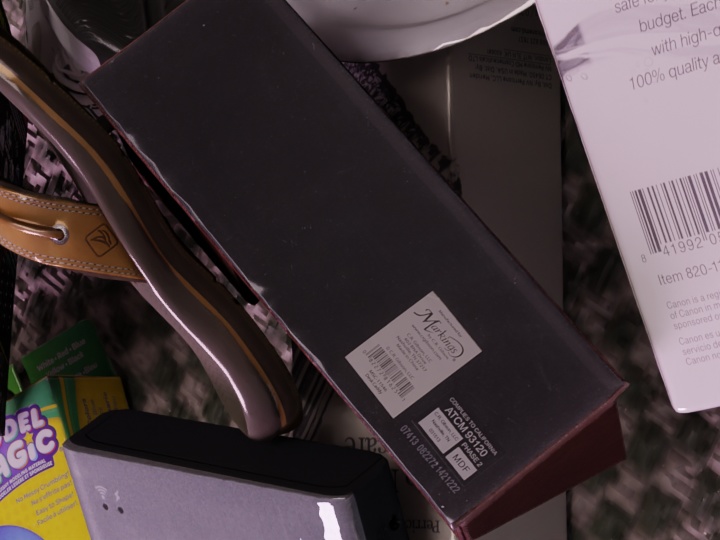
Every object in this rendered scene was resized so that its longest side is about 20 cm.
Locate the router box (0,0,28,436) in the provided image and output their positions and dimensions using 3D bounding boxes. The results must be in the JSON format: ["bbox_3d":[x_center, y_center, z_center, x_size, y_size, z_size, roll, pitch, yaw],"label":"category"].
[{"bbox_3d":[-0.170,-0.036,1.128,0.062,0.200,0.151,2,70,1],"label":"router box"}]

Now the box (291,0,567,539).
[{"bbox_3d":[0.024,0.002,1.072,0.082,0.068,0.201,-5,85,39],"label":"box"}]

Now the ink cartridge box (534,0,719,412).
[{"bbox_3d":[0.140,-0.073,0.901,0.146,0.083,0.201,-15,97,40],"label":"ink cartridge box"}]

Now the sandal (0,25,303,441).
[{"bbox_3d":[-0.096,-0.015,1.016,0.054,0.082,0.200,-38,102,-5],"label":"sandal"}]

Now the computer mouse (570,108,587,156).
[{"bbox_3d":[0.168,-0.049,0.973,0.200,0.046,0.141,-26,89,40],"label":"computer mouse"}]

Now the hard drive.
[{"bbox_3d":[-0.025,0.152,1.076,0.139,0.033,0.201,7,121,41],"label":"hard drive"}]

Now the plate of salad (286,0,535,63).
[{"bbox_3d":[0.032,-0.161,1.040,0.199,0.048,0.201,-22,47,26],"label":"plate of salad"}]

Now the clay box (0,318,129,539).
[{"bbox_3d":[-0.130,0.131,1.214,0.115,0.047,0.201,-31,70,35],"label":"clay box"}]

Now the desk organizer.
[{"bbox_3d":[0.000,0.000,0.985,0.072,0.077,0.200,-38,68,-7],"label":"desk organizer"}]

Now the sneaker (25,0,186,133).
[{"bbox_3d":[-0.089,-0.091,1.148,0.201,0.075,0.116,-116,19,-55],"label":"sneaker"}]
